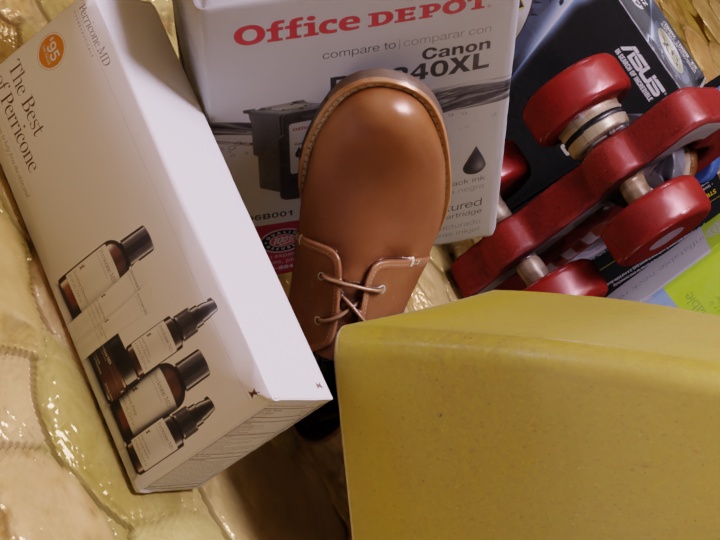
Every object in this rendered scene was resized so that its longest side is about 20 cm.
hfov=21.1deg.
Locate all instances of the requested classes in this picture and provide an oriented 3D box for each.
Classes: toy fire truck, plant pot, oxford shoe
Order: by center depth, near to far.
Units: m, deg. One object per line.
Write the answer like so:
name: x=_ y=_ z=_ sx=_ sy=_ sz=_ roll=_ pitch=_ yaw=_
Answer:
plant pot: x=0.117 y=0.110 z=0.871 sx=0.200 sy=0.175 sz=0.202 roll=-10 pitch=95 yaw=-65
oxford shoe: x=0.000 y=0.000 z=0.878 sx=0.071 sy=0.201 sz=0.072 roll=9 pitch=41 yaw=-2
toy fire truck: x=0.148 y=-0.046 z=1.186 sx=0.113 sy=0.200 sz=0.168 roll=57 pitch=28 yaw=12

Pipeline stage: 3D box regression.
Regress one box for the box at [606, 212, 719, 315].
box: x=0.215 y=0.048 z=1.197 sx=0.122 sy=0.200 sz=0.048 roll=49 pitch=16 yaw=-16

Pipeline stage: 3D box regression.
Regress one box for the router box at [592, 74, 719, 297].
router box: x=0.215 y=-0.030 z=1.282 sx=0.051 sy=0.199 sz=0.150 roll=31 pitch=35 yaw=-45

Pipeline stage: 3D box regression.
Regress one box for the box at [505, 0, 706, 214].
box: x=0.102 y=-0.155 z=1.270 sx=0.201 sy=0.163 sz=0.086 roll=56 pitch=24 yaw=-3

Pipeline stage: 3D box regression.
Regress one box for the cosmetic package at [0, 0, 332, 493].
cosmetic package: x=-0.093 y=-0.014 z=0.827 sx=0.051 sy=0.082 sz=0.201 roll=8 pitch=52 yaw=-60

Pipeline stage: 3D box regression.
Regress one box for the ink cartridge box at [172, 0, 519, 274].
ink cartridge box: x=-0.009 y=-0.094 z=0.896 sx=0.201 sy=0.144 sz=0.084 roll=90 pitch=-12 yaw=-55
